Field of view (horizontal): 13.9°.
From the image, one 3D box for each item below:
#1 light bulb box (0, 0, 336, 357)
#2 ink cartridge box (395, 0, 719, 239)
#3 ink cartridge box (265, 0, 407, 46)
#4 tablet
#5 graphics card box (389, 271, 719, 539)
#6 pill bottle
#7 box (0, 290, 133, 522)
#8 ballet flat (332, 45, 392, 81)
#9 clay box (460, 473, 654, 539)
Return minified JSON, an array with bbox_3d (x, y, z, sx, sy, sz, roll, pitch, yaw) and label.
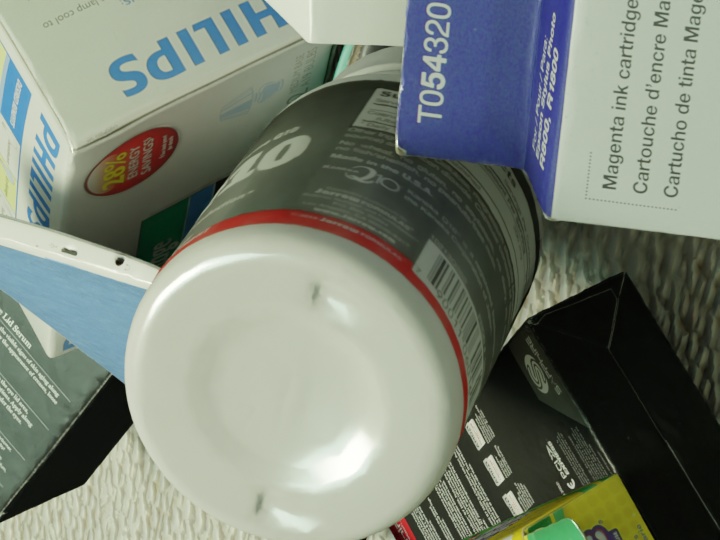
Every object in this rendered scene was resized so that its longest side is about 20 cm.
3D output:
[{"bbox_3d":[-0.116,-0.107,1.196,0.201,0.124,0.198,58,160,17],"label":"light bulb box"},{"bbox_3d":[0.112,-0.104,0.915,0.199,0.043,0.197,6,118,4],"label":"ink cartridge box"},{"bbox_3d":[0.008,-0.188,1.018,0.145,0.084,0.201,-130,41,-66],"label":"ink cartridge box"},{"bbox_3d":[-0.079,0.025,1.137,0.130,0.200,0.014,16,76,30],"label":"tablet"},{"bbox_3d":[0.079,0.098,1.103,0.126,0.051,0.200,60,156,14],"label":"graphics card box"},{"bbox_3d":[0.000,0.000,1.029,0.113,0.200,0.115,6,116,13],"label":"pill bottle"},{"bbox_3d":[-0.172,-0.010,1.337,0.200,0.079,0.141,48,123,13],"label":"box"},{"bbox_3d":[0.009,-0.021,1.171,0.073,0.073,0.201,44,129,32],"label":"ballet flat"},{"bbox_3d":[0.072,0.143,1.044,0.115,0.047,0.200,61,153,2],"label":"clay box"}]
